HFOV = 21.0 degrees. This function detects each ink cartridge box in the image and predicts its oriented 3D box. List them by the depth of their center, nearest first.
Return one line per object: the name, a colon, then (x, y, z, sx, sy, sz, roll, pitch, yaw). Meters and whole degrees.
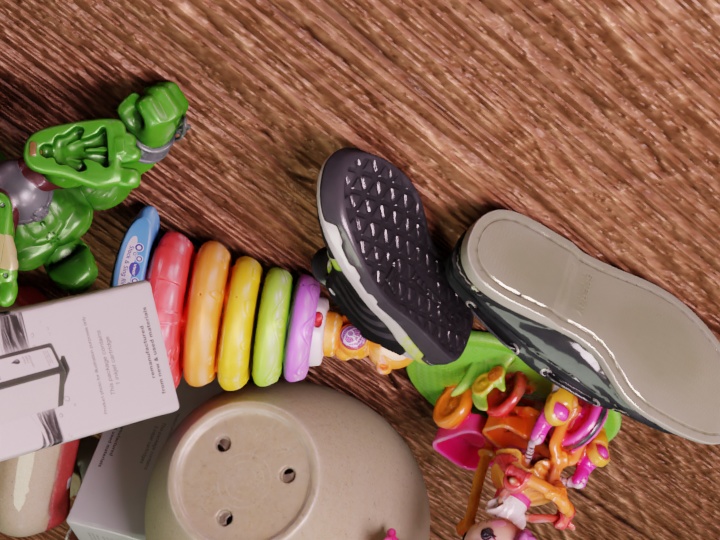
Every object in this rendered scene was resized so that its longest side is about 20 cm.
ink cartridge box: (-0.232, 0.072, 1.133, 0.199, 0.085, 0.146, -14, -179, -39)
ink cartridge box: (-0.090, 0.176, 1.458, 0.199, 0.145, 0.145, 14, 153, 15)

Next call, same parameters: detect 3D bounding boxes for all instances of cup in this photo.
cup: (-0.063, 0.155, 1.296, 0.199, 0.201, 0.143, 13, 164, 16)

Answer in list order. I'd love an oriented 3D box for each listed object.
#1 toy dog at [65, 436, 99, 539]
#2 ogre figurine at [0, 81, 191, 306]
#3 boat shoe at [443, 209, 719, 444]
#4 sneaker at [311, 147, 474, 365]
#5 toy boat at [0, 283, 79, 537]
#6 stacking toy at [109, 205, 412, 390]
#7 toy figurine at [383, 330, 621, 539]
toy dog: (-0.245, 0.178, 1.616, 0.096, 0.132, 0.200, -31, 123, 16)
ogre figurine: (-0.187, -0.036, 1.131, 0.098, 0.200, 0.120, 35, 172, -2)
boat shoe: (0.131, 0.040, 1.122, 0.199, 0.075, 0.066, 29, 155, -15)
sneaker: (0.000, 0.000, 1.146, 0.083, 0.072, 0.200, 8, 151, 28)
toy boat: (-0.237, 0.100, 1.464, 0.130, 0.130, 0.201, 38, 127, 32)
stacking toy: (-0.060, 0.037, 1.247, 0.199, 0.117, 0.110, 8, 152, 1)
toy figurine: (0.089, 0.150, 1.236, 0.150, 0.185, 0.200, 36, 150, -27)
